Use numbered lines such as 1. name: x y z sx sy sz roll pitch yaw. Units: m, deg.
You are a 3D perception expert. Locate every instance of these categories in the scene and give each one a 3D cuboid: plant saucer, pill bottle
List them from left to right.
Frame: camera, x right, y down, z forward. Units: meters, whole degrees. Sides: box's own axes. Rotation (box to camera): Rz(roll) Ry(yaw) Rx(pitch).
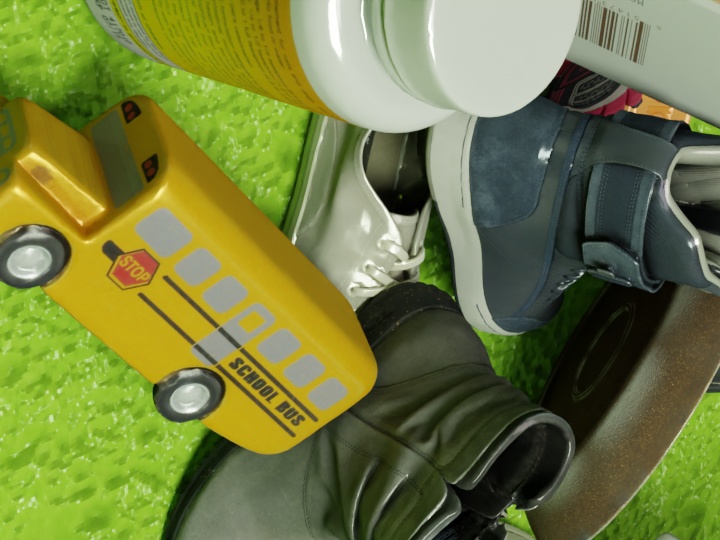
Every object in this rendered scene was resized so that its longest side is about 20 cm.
1. pill bottle: -0.014 -0.116 0.744 0.109 0.199 0.110 -17 116 -38
2. plant saucer: 0.132 0.047 0.983 0.032 0.200 0.201 31 81 -7

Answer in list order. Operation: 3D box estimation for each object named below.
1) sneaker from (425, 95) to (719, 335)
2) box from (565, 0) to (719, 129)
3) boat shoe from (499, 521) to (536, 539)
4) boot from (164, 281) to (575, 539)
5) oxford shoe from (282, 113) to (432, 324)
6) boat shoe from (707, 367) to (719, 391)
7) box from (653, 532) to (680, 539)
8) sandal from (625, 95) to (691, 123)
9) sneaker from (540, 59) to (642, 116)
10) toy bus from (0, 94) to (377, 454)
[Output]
1. sneaker: 0.117 -0.012 0.916 0.203 0.145 0.078 64 41 -63
2. box: 0.148 -0.189 0.858 0.201 0.151 0.106 -61 167 -17
3. boat shoe: 0.045 0.174 1.018 0.068 0.072 0.199 -43 153 28
4. boot: -0.005 0.107 0.853 0.070 0.132 0.201 29 105 -35
5. oxford shoe: 0.000 0.000 0.904 0.075 0.058 0.202 0 106 -46
6. boat shoe: 0.237 0.039 1.128 0.199 0.067 0.073 4 104 -43
7. box: 0.161 0.291 1.075 0.200 0.130 0.200 -44 148 -23
8. sandal: 0.175 -0.116 1.026 0.079 0.059 0.209 -5 108 -43
9. sneaker: 0.137 -0.170 0.947 0.075 0.080 0.202 25 87 -61
10. toy bus: -0.078 -0.002 0.800 0.078 0.065 0.200 -34 134 11
